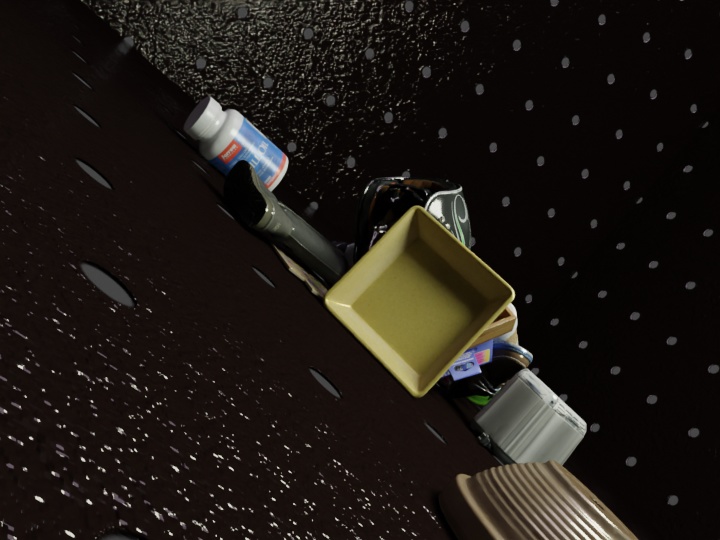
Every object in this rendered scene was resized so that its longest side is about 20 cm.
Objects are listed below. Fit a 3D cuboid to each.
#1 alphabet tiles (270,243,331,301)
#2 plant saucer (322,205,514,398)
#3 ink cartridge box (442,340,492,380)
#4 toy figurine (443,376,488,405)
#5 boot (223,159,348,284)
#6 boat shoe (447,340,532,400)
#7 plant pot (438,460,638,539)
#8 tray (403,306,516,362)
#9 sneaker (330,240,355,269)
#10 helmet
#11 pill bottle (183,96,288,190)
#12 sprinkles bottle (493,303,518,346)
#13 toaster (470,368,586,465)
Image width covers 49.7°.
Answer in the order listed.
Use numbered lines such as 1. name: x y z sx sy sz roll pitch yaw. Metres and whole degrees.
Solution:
1. alphabet tiles: -0.055 0.033 1.204 0.199 0.006 0.166 40 3 -32
2. plant saucer: 0.081 0.044 1.089 0.200 0.200 0.049 43 -8 20
3. ink cartridge box: 0.123 0.100 1.248 0.200 0.134 0.078 -133 -145 -57
4. toy figurine: 0.194 0.148 1.485 0.183 0.149 0.203 22 44 -50
5. boot: -0.115 -0.075 1.239 0.199 0.073 0.183 28 23 -42
6. boat shoe: 0.211 0.175 1.284 0.072 0.073 0.200 31 -28 -11
7. plant pot: 0.166 0.226 0.645 0.200 0.093 0.201 42 2 -2
8. tray: 0.125 0.080 1.167 0.099 0.197 0.037 54 -27 36
9. sneaker: 0.000 0.000 1.383 0.112 0.077 0.200 14 -15 38
10. helmet: 0.083 -0.043 1.242 0.196 0.195 0.200 3 15 -1
11. pill bottle: -0.246 -0.241 1.523 0.199 0.113 0.112 39 4 -29
12. sprinkles bottle: 0.239 0.130 1.336 0.068 0.068 0.201 44 -17 36
13. toaster: 0.263 0.243 1.217 0.199 0.130 0.114 39 4 -41
